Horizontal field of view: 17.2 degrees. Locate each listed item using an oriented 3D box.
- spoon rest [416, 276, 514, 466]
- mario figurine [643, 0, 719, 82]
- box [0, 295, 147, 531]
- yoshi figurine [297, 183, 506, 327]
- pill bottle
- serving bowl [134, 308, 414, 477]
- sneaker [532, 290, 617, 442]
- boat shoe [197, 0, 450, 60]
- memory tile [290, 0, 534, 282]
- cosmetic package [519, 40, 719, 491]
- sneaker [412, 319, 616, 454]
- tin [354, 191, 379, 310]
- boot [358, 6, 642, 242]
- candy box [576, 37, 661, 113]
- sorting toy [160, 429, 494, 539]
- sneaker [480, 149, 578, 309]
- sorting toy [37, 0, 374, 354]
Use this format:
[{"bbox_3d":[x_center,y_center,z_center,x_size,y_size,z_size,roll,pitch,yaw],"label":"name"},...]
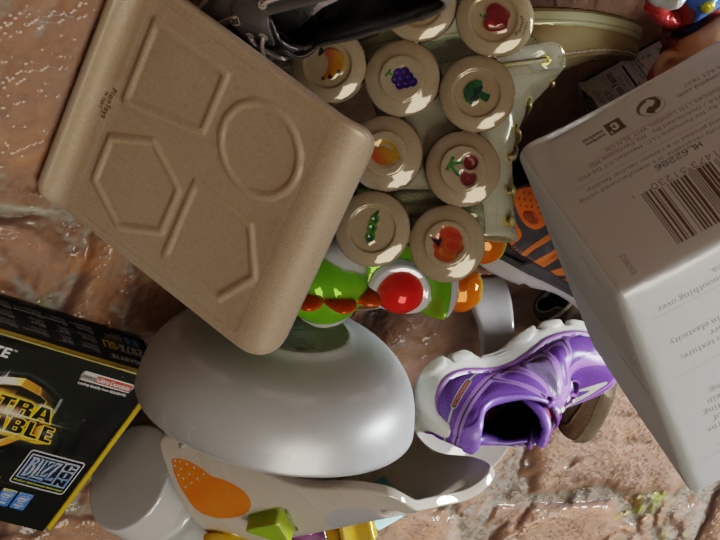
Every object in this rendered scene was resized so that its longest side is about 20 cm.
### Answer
[{"bbox_3d":[0.082,0.100,1.839,0.099,0.061,0.201,-6,131,-21],"label":"spoon rest"},{"bbox_3d":[0.245,-0.183,1.593,0.123,0.106,0.201,-11,112,-3],"label":"mario figurine"},{"bbox_3d":[-0.265,0.095,1.673,0.199,0.049,0.160,20,120,-38],"label":"box"},{"bbox_3d":[-0.007,-0.013,1.638,0.199,0.113,0.112,-8,177,-38],"label":"yoshi figurine"},{"bbox_3d":[-0.106,0.190,1.790,0.112,0.113,0.200,-44,133,15],"label":"pill bottle"},{"bbox_3d":[-0.054,0.067,1.652,0.199,0.200,0.066,0,116,-26],"label":"serving bowl"},{"bbox_3d":[0.164,0.044,1.837,0.075,0.071,0.201,6,123,-9],"label":"sneaker"},{"bbox_3d":[-0.027,-0.164,1.494,0.199,0.057,0.067,-19,151,30],"label":"boat shoe"},{"bbox_3d":[0.022,-0.100,1.550,0.152,0.017,0.201,12,91,3],"label":"memory tile"},{"bbox_3d":[0.229,-0.003,1.550,0.167,0.167,0.201,-28,132,-3],"label":"cosmetic package"},{"bbox_3d":[0.125,0.097,1.741,0.199,0.083,0.081,-17,131,-40],"label":"sneaker"},{"bbox_3d":[-0.027,-0.032,1.683,0.199,0.042,0.112,14,118,-35],"label":"tin"},{"bbox_3d":[0.100,-0.097,1.604,0.199,0.072,0.156,-5,87,-16],"label":"boot"},{"bbox_3d":[0.271,-0.122,1.730,0.199,0.061,0.137,-29,135,2],"label":"candy box"},{"bbox_3d":[-0.007,0.152,1.685,0.199,0.179,0.108,-5,90,-48],"label":"sorting toy"},{"bbox_3d":[0.178,-0.024,1.703,0.199,0.078,0.112,17,138,0],"label":"sneaker"},{"bbox_3d":[-0.100,-0.069,1.535,0.036,0.200,0.186,-35,155,-55],"label":"sorting toy"}]
